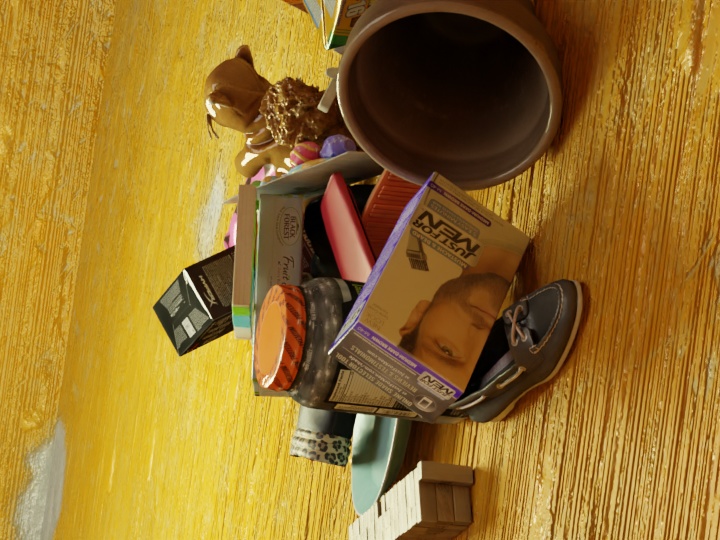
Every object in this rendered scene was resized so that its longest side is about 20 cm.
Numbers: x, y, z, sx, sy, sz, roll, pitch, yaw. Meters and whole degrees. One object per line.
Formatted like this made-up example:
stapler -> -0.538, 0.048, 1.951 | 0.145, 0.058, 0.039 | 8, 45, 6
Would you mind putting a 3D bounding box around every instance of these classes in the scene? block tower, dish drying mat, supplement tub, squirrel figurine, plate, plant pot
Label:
block tower -> 0.045, 0.245, 1.576 | 0.200, 0.054, 0.058 | 127, 145, -55
dish drying mat -> 0.000, 0.000, 1.677 | 0.077, 0.018, 0.201 | 115, 141, -51
supplement tub -> 0.009, 0.073, 1.526 | 0.122, 0.199, 0.123 | -171, 90, -71
squirrel figurine -> -0.085, -0.176, 1.884 | 0.200, 0.187, 0.142 | -16, 34, 56
plate -> 0.025, 0.154, 1.683 | 0.200, 0.025, 0.202 | -170, 90, -80
plant pot -> 0.090, -0.201, 1.478 | 0.175, 0.199, 0.201 | -74, 8, -48

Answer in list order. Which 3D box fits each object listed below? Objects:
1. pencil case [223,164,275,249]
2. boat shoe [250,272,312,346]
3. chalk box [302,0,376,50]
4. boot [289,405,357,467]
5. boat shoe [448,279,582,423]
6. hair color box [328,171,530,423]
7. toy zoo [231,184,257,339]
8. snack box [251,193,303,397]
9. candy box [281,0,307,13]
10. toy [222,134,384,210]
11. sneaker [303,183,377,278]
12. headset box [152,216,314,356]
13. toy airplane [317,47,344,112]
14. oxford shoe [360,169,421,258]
pencil case -> -0.118, -0.091, 2.128 | 0.094, 0.090, 0.201 | -111, 32, -42
boat shoe -> -0.078, 0.087, 1.965 | 0.202, 0.074, 0.086 | 114, 140, -56
chalk box -> 0.042, -0.318, 1.596 | 0.125, 0.199, 0.124 | 65, 157, 23
boot -> -0.035, 0.132, 1.774 | 0.200, 0.073, 0.152 | 164, 118, -78
boat shoe -> 0.126, 0.073, 1.410 | 0.200, 0.057, 0.067 | 123, 149, -50
hair color box -> 0.063, 0.020, 1.412 | 0.065, 0.109, 0.200 | -49, 10, 48
toy zoo -> -0.126, -0.002, 1.800 | 0.200, 0.020, 0.132 | 102, 170, -76
snack box -> -0.090, 0.031, 1.788 | 0.142, 0.053, 0.201 | 108, 164, -78
candy box -> -0.042, -0.346, 1.837 | 0.055, 0.200, 0.116 | 37, 100, 20
toy -> -0.047, -0.114, 1.773 | 0.199, 0.115, 0.048 | -22, 77, 41
sneaker -> -0.028, -0.048, 1.846 | 0.200, 0.090, 0.076 | 126, 144, -55
headset box -> -0.136, 0.014, 2.002 | 0.078, 0.199, 0.149 | 59, 152, 6
toy airplane -> 0.020, -0.286, 1.778 | 0.199, 0.141, 0.201 | -47, -25, -49
oxford shoe -> 0.023, -0.045, 1.732 | 0.073, 0.071, 0.201 | -110, 33, -56
